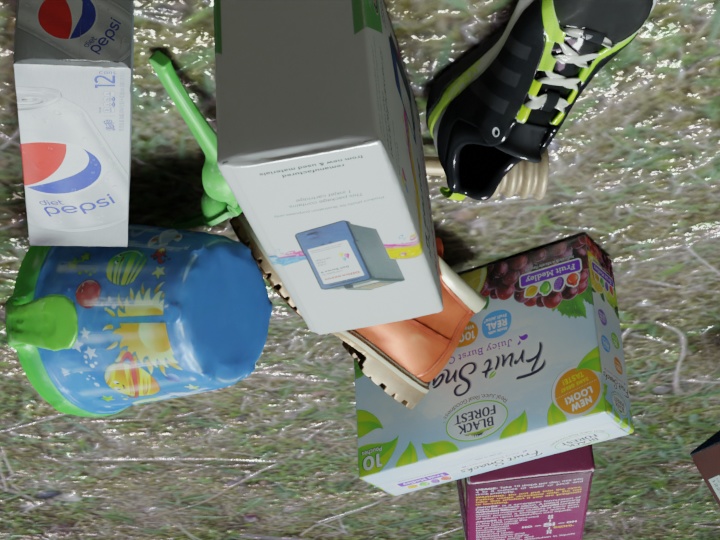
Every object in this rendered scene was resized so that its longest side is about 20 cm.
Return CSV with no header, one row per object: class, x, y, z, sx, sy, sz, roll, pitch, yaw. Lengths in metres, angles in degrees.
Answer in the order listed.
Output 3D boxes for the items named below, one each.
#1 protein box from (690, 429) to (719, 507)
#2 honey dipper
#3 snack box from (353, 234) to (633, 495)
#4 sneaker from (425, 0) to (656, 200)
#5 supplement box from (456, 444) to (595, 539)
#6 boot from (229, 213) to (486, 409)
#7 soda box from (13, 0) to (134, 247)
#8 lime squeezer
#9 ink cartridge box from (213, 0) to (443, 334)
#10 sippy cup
protein box,0.406,0.130,1.285,0.198,0.135,0.200,-25,173,-45
honey dipper,0.019,-0.066,1.063,0.199,0.038,0.038,1,152,-5
snack box,0.092,0.072,1.219,0.200,0.143,0.053,-19,148,27
sneaker,0.106,-0.102,0.955,0.072,0.083,0.200,10,149,-25
supplement box,0.130,0.147,1.380,0.103,0.131,0.200,-6,153,1
boot,0.000,0.000,1.160,0.200,0.075,0.107,39,95,-30
soda box,-0.164,-0.089,0.965,0.063,0.068,0.200,1,153,-8
lime squeezer,-0.098,-0.056,1.043,0.070,0.038,0.200,21,154,8
ink cartridge box,-0.016,-0.074,0.926,0.087,0.146,0.200,-9,151,7
sippy cup,-0.134,0.028,1.084,0.130,0.178,0.140,-3,126,36
